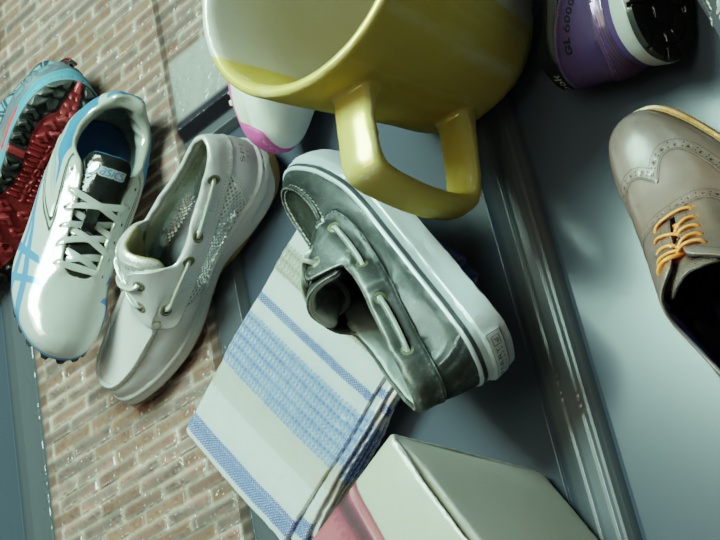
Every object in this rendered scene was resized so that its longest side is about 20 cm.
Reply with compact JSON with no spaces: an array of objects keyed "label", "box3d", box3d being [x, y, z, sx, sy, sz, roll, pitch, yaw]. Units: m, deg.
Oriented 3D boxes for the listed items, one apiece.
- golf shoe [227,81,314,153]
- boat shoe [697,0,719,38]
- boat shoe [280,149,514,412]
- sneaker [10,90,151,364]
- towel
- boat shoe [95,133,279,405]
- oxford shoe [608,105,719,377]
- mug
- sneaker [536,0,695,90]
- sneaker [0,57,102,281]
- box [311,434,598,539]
[{"label":"golf shoe","box3d":[-0.031,-0.173,0.979,0.091,0.075,0.201,-2,76,40]},{"label":"boat shoe","box3d":[0.205,-0.122,0.743,0.073,0.063,0.200,-46,50,23]},{"label":"boat shoe","box3d":[0.000,0.000,0.844,0.071,0.072,0.200,-28,43,-17]},{"label":"sneaker","box3d":[-0.187,-0.034,1.057,0.072,0.072,0.201,133,150,-57]},{"label":"towel","box3d":[-0.022,0.052,0.930,0.147,0.024,0.200,38,101,46]},{"label":"boat shoe","box3d":[-0.131,-0.005,1.016,0.071,0.069,0.200,42,109,42]},{"label":"oxford shoe","box3d":[0.166,-0.011,0.736,0.071,0.073,0.200,-47,50,23]},{"label":"mug","box3d":[0.012,-0.128,0.864,0.149,0.153,0.187,13,86,44]},{"label":"sneaker","box3d":[0.120,-0.196,0.844,0.087,0.076,0.201,-18,65,45]},{"label":"sneaker","box3d":[-0.262,-0.073,1.176,0.200,0.079,0.096,-49,33,14]},{"label":"box","box3d":[0.025,0.196,0.764,0.200,0.128,0.109,-54,47,15]}]
